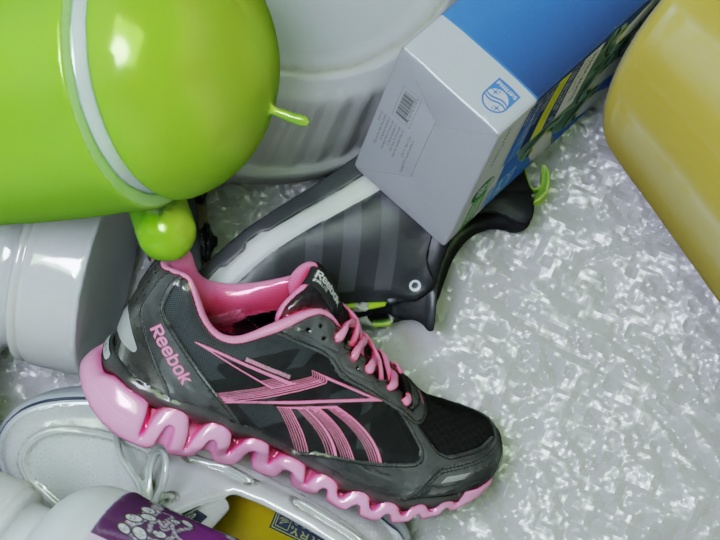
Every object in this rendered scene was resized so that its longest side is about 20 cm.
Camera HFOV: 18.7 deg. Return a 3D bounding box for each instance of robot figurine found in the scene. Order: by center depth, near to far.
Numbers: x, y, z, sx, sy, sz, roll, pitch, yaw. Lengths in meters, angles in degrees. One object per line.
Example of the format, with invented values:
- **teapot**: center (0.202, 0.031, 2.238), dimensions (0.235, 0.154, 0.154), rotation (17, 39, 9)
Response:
- **robot figurine**: center (-0.122, -0.079, 0.896), dimensions (0.200, 0.176, 0.116), rotation (-7, 33, 25)

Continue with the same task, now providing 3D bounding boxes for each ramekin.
- **ramekin**: center (-0.038, -0.148, 1.006), dimensions (0.202, 0.094, 0.203), rotation (4, 74, -14)

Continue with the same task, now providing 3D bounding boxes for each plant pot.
- **plant pot**: center (0.214, -0.046, 0.954), dimensions (0.201, 0.201, 0.189), rotation (-43, 65, -5)

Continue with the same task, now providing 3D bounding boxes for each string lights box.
- **string lights box**: center (0.091, -0.111, 0.979), dimensions (0.059, 0.103, 0.200), rotation (43, 63, 10)

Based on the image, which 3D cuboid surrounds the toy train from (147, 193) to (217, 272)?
- **toy train**: center (-0.095, -0.084, 1.050), dimensions (0.034, 0.046, 0.200), rotation (-2, 76, -15)

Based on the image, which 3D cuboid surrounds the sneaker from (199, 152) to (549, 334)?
- **sneaker**: center (0.000, 0.000, 1.013), dimensions (0.200, 0.072, 0.083), rotation (-37, 80, -3)

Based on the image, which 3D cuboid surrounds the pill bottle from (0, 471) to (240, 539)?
- **pill bottle**: center (-0.085, 0.155, 0.888), dimensions (0.200, 0.112, 0.112), rotation (22, 81, 9)

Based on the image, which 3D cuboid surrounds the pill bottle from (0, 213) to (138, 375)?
- **pill bottle**: center (-0.211, -0.020, 1.011), dimensions (0.200, 0.114, 0.114), rotation (14, 80, 6)

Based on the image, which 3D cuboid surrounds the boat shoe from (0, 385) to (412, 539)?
- **boat shoe**: center (-0.078, 0.114, 0.982), dimensions (0.202, 0.086, 0.075), rotation (22, 105, 5)

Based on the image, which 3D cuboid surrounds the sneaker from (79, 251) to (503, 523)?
- **sneaker**: center (-0.019, 0.046, 0.968), dimensions (0.200, 0.079, 0.096), rotation (16, 113, -20)
